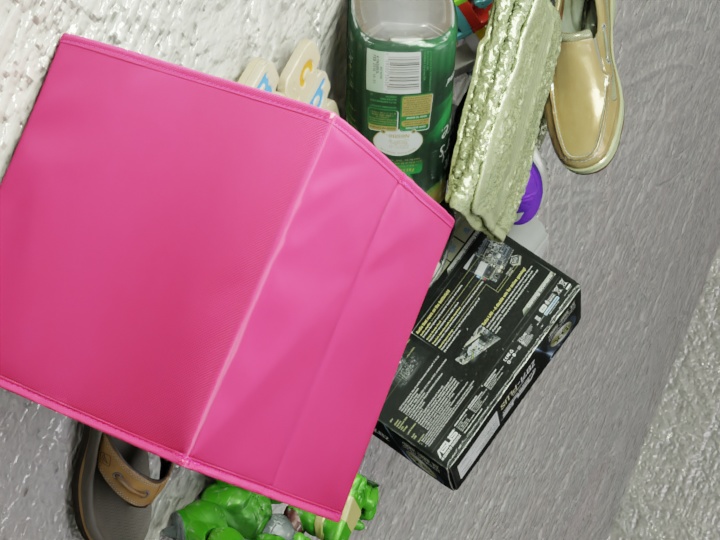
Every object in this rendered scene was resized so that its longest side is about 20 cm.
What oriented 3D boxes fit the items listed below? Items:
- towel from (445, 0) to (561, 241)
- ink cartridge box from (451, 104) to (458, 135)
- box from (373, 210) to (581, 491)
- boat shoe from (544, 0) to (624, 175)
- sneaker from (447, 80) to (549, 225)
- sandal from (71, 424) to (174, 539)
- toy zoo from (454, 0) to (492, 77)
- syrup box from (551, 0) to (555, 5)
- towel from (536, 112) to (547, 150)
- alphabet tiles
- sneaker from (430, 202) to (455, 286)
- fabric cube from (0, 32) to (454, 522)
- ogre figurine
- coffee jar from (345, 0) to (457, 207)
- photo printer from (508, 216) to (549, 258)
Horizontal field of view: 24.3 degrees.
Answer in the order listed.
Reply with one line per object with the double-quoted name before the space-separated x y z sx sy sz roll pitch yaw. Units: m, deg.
"towel" 0.119 -0.129 1.338 0.148 0.036 0.202 23 81 -72
"ink cartridge box" 0.033 -0.061 1.506 0.201 0.050 0.162 -60 162 9
"box" 0.073 0.060 1.463 0.201 0.163 0.086 -53 162 -12
"boat shoe" 0.188 -0.186 1.460 0.076 0.071 0.202 47 39 -64
"sneaker" 0.112 -0.094 1.487 0.100 0.069 0.201 -52 150 -26
"sandal" -0.153 0.118 1.148 0.082 0.054 0.202 -37 141 -56
"toy zoo" 0.089 -0.210 1.404 0.130 0.021 0.200 -27 161 10
"syrup box" 0.132 -0.274 1.489 0.079 0.081 0.200 -70 161 -5
"towel" 0.173 -0.149 1.691 0.201 0.036 0.148 -61 -178 -13
"alphabet tiles" -0.073 -0.064 1.231 0.197 0.014 0.200 -62 158 -20
"sneaker" 0.000 0.000 1.373 0.200 0.074 0.089 -49 142 -12
"fabric cube" -0.090 0.008 0.978 0.200 0.195 0.201 34 75 -61
"ogre figurine" -0.075 0.200 1.334 0.200 0.119 0.099 -51 148 -45
"coffee jar" 0.030 -0.125 1.315 0.105 0.084 0.201 -93 -176 -48
"photo printer" 0.107 0.047 1.698 0.200 0.069 0.167 -47 164 -47
